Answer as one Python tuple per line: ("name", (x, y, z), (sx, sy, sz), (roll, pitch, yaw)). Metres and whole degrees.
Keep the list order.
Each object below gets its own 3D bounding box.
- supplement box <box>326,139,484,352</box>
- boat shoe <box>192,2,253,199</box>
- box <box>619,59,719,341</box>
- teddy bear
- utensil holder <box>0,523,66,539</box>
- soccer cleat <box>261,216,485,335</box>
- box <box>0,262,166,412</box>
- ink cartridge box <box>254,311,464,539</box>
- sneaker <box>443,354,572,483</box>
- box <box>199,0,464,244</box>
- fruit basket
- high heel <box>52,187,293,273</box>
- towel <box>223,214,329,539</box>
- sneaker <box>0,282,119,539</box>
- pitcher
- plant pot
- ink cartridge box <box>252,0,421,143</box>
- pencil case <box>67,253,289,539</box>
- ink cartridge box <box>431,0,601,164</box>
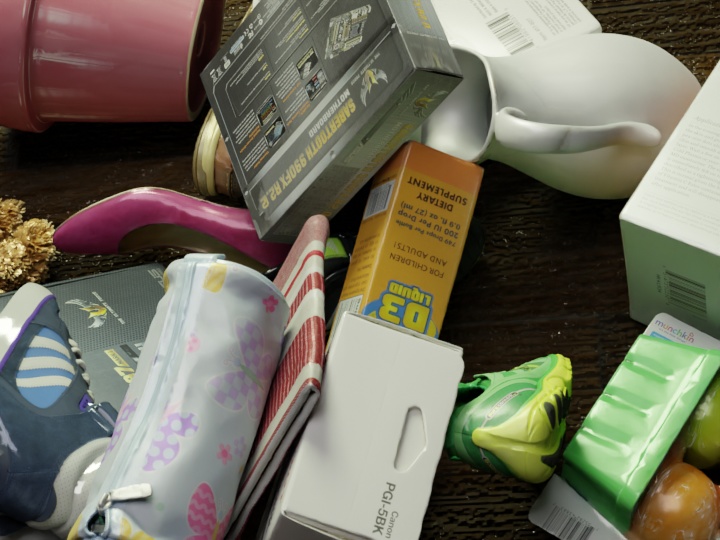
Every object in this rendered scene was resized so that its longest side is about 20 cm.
("supplement box", (0.026, 0.015, 1.175), (0.066, 0.069, 0.202), (19, 79, -17))
("boat shoe", (-0.078, -0.146, 1.371), (0.067, 0.072, 0.202), (12, 65, 11))
("box", (0.275, -0.057, 1.178), (0.097, 0.125, 0.201), (23, 62, 28))
("teddy bear", (-0.330, 0.013, 1.315), (0.199, 0.067, 0.145), (-30, 50, -10))
("utensil holder", (-0.255, 0.184, 1.108), (0.170, 0.171, 0.200), (-40, 57, -16))
("soccer cleat", (0.000, 0.000, 1.232), (0.198, 0.081, 0.068), (-23, 52, -4))
("box", (-0.158, 0.078, 1.187), (0.157, 0.051, 0.200), (-13, 42, -40))
("ink cartridge box", (-0.012, 0.140, 1.048), (0.082, 0.201, 0.148), (19, 57, -3))
("sneaker", (0.094, 0.089, 1.077), (0.083, 0.200, 0.075), (9, 92, 10))
("box", (-0.026, -0.140, 1.195), (0.200, 0.048, 0.160), (-46, 55, 36))
("fruit basket", (0.237, 0.142, 1.081), (0.199, 0.094, 0.186), (31, 66, 13))
("high heel", (-0.137, -0.015, 1.287), (0.198, 0.067, 0.097), (-11, 75, -7))
("towel", (-0.055, 0.070, 1.062), (0.023, 0.145, 0.201), (22, 28, -13))
("sneaker", (-0.189, 0.098, 1.066), (0.146, 0.081, 0.200), (34, 21, -9))
("pitcher", (0.161, -0.107, 1.201), (0.198, 0.123, 0.172), (2, 19, -25))
("plant pot", (-0.213, -0.204, 1.381), (0.177, 0.201, 0.202), (13, 57, 4))
("ink cartridge box", (-0.020, -0.186, 1.264), (0.160, 0.050, 0.203), (-3, 82, 49))
("pencil case", (-0.107, 0.091, 0.987), (0.083, 0.091, 0.202), (-8, 53, 41))
("ink cartridge box", (0.077, -0.166, 1.334), (0.199, 0.085, 0.146), (-28, 53, -7))
